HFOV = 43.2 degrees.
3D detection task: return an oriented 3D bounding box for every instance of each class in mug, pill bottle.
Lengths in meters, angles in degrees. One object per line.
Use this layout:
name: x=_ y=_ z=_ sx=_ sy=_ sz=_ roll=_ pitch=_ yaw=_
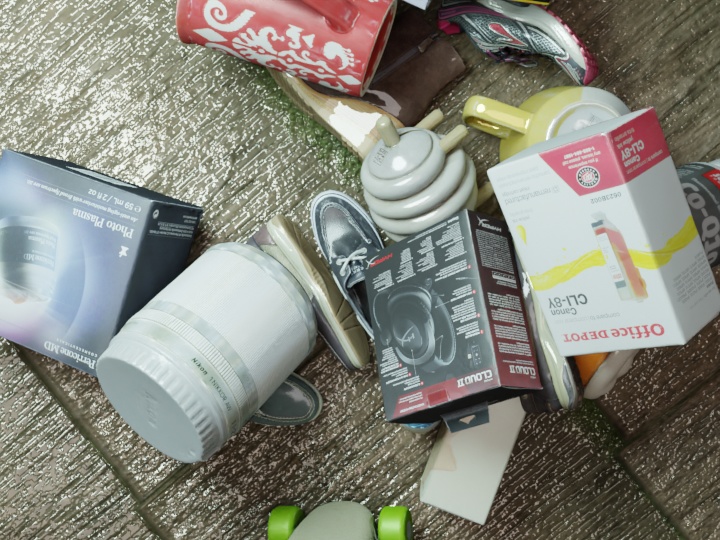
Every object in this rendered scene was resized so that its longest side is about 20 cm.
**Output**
mug: x=0.212 y=-0.128 z=0.975 sx=0.186 sy=0.153 sz=0.150 roll=-11 pitch=93 yaw=5
pill bottle: x=0.333 y=-0.048 z=0.951 sx=0.199 sy=0.114 sz=0.114 roll=-22 pitch=92 yaw=-30
mug: x=-0.076 y=-0.257 z=0.925 sx=0.199 sy=0.178 sz=0.134 roll=22 pitch=113 yaw=2

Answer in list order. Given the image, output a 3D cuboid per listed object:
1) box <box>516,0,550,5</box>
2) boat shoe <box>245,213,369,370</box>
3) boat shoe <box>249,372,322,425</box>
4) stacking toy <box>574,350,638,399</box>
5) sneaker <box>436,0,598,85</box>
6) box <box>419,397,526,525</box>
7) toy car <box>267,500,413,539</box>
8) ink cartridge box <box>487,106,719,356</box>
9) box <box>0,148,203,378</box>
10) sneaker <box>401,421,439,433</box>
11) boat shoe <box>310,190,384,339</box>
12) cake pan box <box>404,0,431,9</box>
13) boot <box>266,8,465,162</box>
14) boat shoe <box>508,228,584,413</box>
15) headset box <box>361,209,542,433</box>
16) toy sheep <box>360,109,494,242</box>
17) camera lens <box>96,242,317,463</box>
box: x=0.096 y=-0.351 z=0.912 sx=0.159 sy=0.049 sz=0.201 roll=-3 pitch=50 yaw=-26
boat shoe: x=-0.060 y=0.032 z=1.048 sx=0.065 sy=0.072 sz=0.200 roll=-32 pitch=93 yaw=17
boat shoe: x=-0.144 y=0.141 z=1.060 sx=0.199 sy=0.062 sz=0.073 roll=17 pitch=95 yaw=3
stacking toy: x=0.229 y=0.031 z=1.012 sx=0.200 sy=0.146 sz=0.146 roll=40 pitch=95 yaw=18
sneaker: x=0.174 y=-0.256 z=0.998 sx=0.200 sy=0.081 sz=0.075 roll=39 pitch=103 yaw=26
box: x=0.137 y=0.171 z=1.028 sx=0.077 sy=0.095 sz=0.201 roll=20 pitch=93 yaw=3
toy car: x=-0.022 y=0.381 z=1.033 sx=0.163 sy=0.158 sz=0.201 roll=-4 pitch=105 yaw=16
ink cartridge box: x=0.225 y=-0.029 z=0.841 sx=0.083 sy=0.145 sz=0.201 roll=-29 pitch=100 yaw=-38
box: x=-0.310 y=-0.008 z=1.013 sx=0.199 sy=0.123 sz=0.199 roll=18 pitch=95 yaw=17
sneaker: x=0.087 y=0.088 z=1.038 sx=0.076 sy=0.081 sz=0.201 roll=21 pitch=74 yaw=11
boat shoe: x=0.000 y=0.000 z=1.039 sx=0.071 sy=0.068 sz=0.201 roll=-24 pitch=91 yaw=5
cake pan box: x=0.012 y=-0.371 z=0.965 sx=0.199 sy=0.184 sz=0.052 roll=25 pitch=130 yaw=1
boot: x=-0.001 y=-0.239 z=1.037 sx=0.200 sy=0.072 sz=0.166 roll=43 pitch=83 yaw=2
boat shoe: x=0.167 y=0.053 z=0.942 sx=0.073 sy=0.074 sz=0.201 roll=-21 pitch=67 yaw=17
headset box: x=0.090 y=0.061 z=0.925 sx=0.149 sy=0.077 sz=0.201 roll=-26 pitch=65 yaw=39
toy sheep: x=0.066 y=-0.095 z=0.992 sx=0.138 sy=0.138 sz=0.200 roll=-32 pitch=127 yaw=5
camera lens: x=-0.155 y=0.080 z=0.958 sx=0.160 sy=0.160 sz=0.200 roll=43 pitch=55 yaw=0
